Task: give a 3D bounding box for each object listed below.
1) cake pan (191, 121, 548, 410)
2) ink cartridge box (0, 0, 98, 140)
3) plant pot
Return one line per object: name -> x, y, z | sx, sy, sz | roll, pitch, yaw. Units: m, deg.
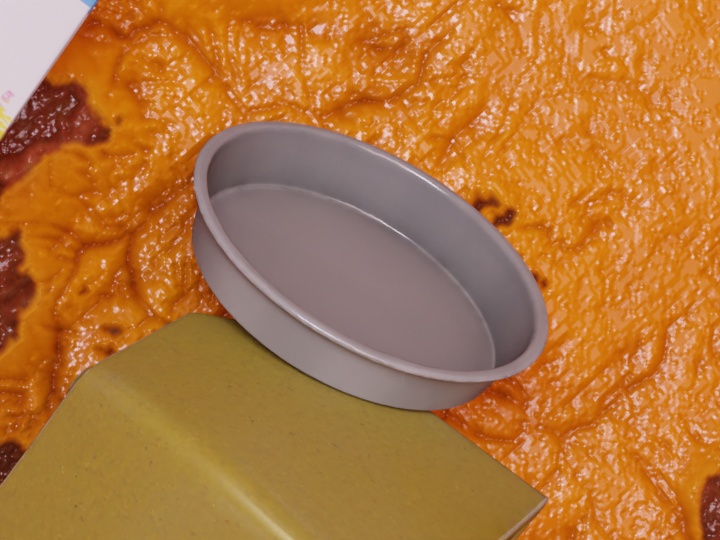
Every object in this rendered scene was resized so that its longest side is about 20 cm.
cake pan -> 0.000, 0.000, 1.445 | 0.199, 0.201, 0.037 | 20, 120, -18
ink cartridge box -> -0.233, -0.115, 1.372 | 0.144, 0.147, 0.200 | 36, 79, -16
plant pot -> -0.067, 0.135, 1.386 | 0.200, 0.194, 0.196 | 44, 117, 8
